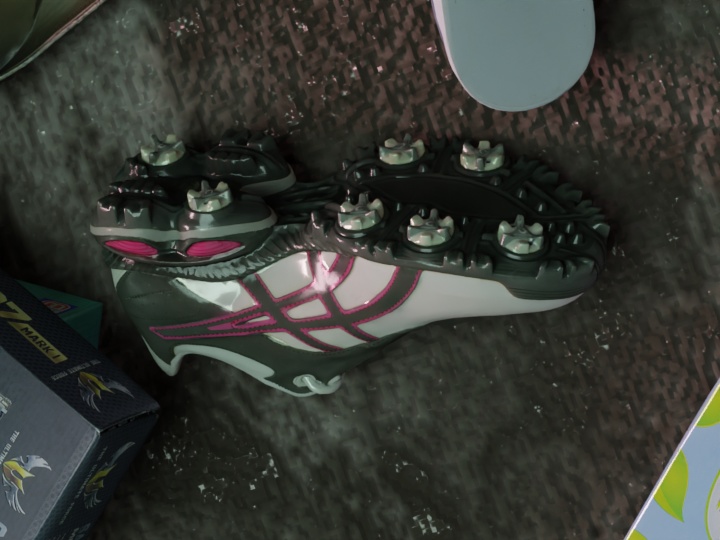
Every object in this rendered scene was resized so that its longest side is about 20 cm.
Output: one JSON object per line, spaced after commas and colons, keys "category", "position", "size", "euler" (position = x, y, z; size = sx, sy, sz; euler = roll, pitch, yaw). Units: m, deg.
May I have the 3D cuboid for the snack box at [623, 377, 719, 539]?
{"category": "snack box", "position": [0.199, 0.106, 1.018], "size": [0.200, 0.068, 0.169], "euler": [34, 113, 16]}

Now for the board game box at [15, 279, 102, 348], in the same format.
{"category": "board game box", "position": [-0.189, 0.093, 1.206], "size": [0.152, 0.045, 0.201], "euler": [15, 107, 22]}

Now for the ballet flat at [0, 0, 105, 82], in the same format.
{"category": "ballet flat", "position": [-0.119, -0.111, 1.119], "size": [0.200, 0.046, 0.067], "euler": [-31, 129, 24]}

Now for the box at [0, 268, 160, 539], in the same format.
{"category": "box", "position": [-0.188, 0.085, 1.149], "size": [0.158, 0.051, 0.200], "euler": [38, 113, 17]}

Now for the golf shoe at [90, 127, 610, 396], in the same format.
{"category": "golf shoe", "position": [0.000, 0.000, 1.096], "size": [0.199, 0.077, 0.088], "euler": [5, 123, 26]}

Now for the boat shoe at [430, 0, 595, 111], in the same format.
{"category": "boat shoe", "position": [0.043, -0.156, 1.019], "size": [0.072, 0.066, 0.201], "euler": [-14, 115, -3]}
